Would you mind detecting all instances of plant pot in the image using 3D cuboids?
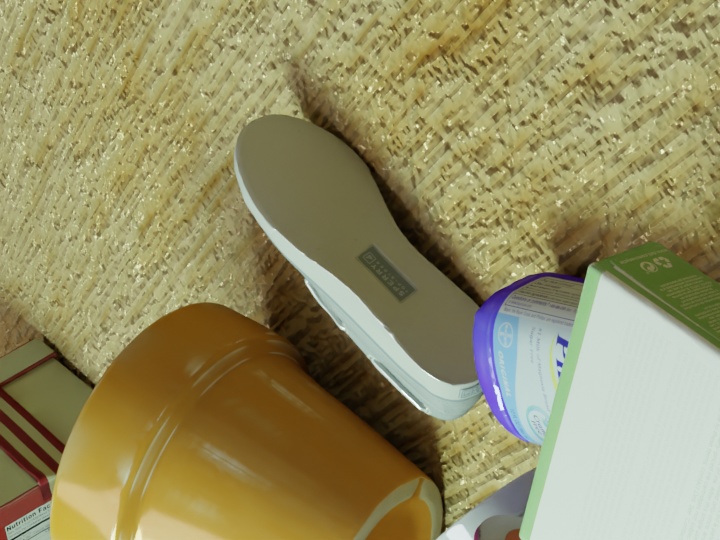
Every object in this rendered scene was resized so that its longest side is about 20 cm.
[{"bbox_3d":[-0.057,0.146,1.277,0.182,0.200,0.201,24,140,27],"label":"plant pot"}]

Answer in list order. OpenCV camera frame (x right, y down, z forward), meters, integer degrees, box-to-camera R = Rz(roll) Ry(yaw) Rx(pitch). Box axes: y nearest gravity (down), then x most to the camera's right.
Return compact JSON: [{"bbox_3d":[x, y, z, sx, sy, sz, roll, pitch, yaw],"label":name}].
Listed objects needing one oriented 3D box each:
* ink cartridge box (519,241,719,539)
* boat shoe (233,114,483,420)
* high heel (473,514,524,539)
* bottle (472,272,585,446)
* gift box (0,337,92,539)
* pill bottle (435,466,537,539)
[{"bbox_3d":[0.156,0.101,0.830,0.200,0.048,0.146,38,129,36],"label":"ink cartridge box"},{"bbox_3d":[0.000,0.000,1.146,0.200,0.072,0.069,43,151,15],"label":"boat shoe"},{"bbox_3d":[0.114,0.207,0.976,0.200,0.067,0.096,49,144,21],"label":"high heel"},{"bbox_3d":[0.131,0.052,0.946,0.200,0.065,0.084,14,123,57],"label":"bottle"},{"bbox_3d":[-0.291,0.197,1.750,0.186,0.184,0.201,34,138,40],"label":"gift box"},{"bbox_3d":[0.122,0.204,1.067,0.201,0.112,0.113,54,154,13],"label":"pill bottle"}]
